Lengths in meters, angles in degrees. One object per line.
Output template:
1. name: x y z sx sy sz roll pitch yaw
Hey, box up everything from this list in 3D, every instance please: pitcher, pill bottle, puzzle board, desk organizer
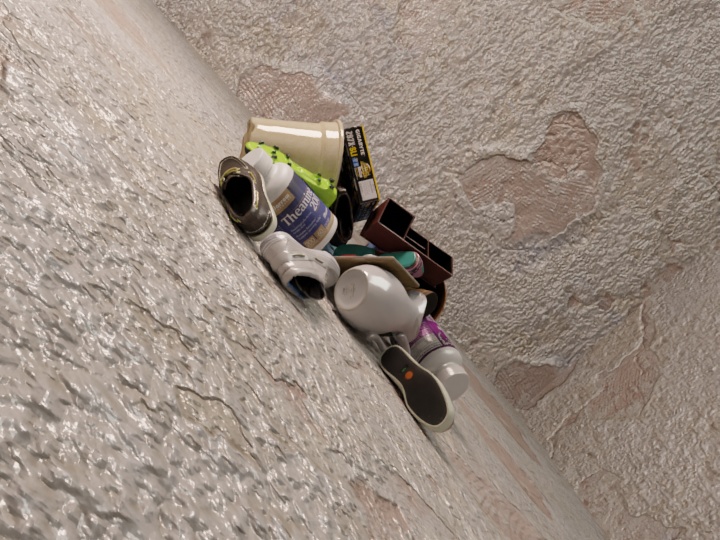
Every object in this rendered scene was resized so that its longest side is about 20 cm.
1. pitcher: 0.039 0.089 1.416 0.199 0.120 0.174 29 57 -48
2. pill bottle: 0.152 0.187 1.634 0.112 0.112 0.200 44 7 -45
3. puzzle board: 0.000 0.000 1.473 0.198 0.018 0.151 1 -19 25
4. pill bottle: -0.142 -0.123 1.372 0.200 0.111 0.111 46 5 -28
5. desk organizer: 0.106 -0.056 1.543 0.199 0.072 0.077 34 -28 -13

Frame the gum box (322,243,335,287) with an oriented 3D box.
1. gum box: -0.040 0.007 1.684 0.170 0.044 0.200 47 5 -22

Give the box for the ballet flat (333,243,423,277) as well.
1. ballet flat: 0.037 -0.008 1.537 0.198 0.070 0.071 5 -37 27

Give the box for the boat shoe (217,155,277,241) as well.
1. boat shoe: -0.192 -0.131 1.220 0.061 0.071 0.202 49 6 -48

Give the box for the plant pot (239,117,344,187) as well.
1. plant pot: -0.149 -0.228 1.538 0.181 0.203 0.201 10 18 -17

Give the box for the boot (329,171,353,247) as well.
1. boot: -0.047 -0.106 1.584 0.175 0.068 0.202 -109 -169 -58

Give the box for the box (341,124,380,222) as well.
1. box: -0.008 -0.200 1.606 0.200 0.049 0.162 125 -50 -80

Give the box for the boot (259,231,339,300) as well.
1. boot: -0.081 0.013 1.202 0.199 0.073 0.096 27 27 -56

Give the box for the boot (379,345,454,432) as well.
1. boot: 0.126 0.230 1.342 0.144 0.072 0.200 47 2 -41

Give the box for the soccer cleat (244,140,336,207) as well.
1. soccer cleat: -0.140 -0.173 1.438 0.199 0.081 0.068 29 26 -12

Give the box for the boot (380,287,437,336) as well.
1. boot: 0.074 0.085 1.619 0.199 0.074 0.075 -20 32 -41

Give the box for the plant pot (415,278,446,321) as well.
1. plant pot: 0.112 0.079 1.889 0.187 0.186 0.200 50 -10 10

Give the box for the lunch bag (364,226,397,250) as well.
1. lunch bag: 0.045 -0.046 1.696 0.094 0.150 0.200 48 6 -15
